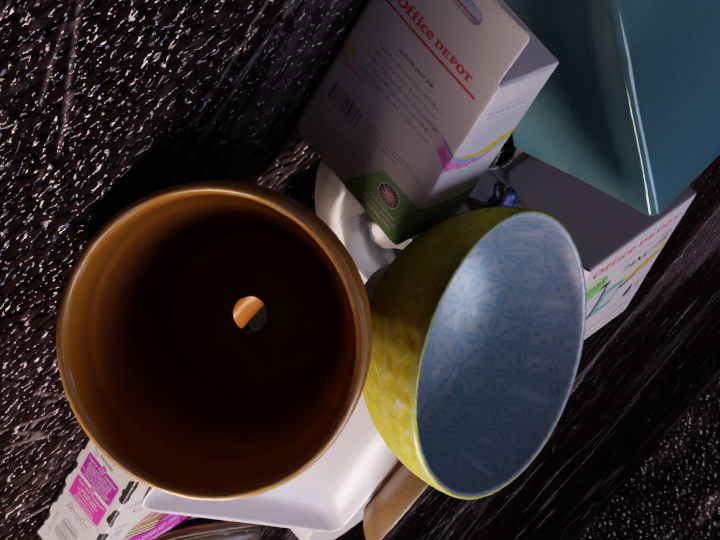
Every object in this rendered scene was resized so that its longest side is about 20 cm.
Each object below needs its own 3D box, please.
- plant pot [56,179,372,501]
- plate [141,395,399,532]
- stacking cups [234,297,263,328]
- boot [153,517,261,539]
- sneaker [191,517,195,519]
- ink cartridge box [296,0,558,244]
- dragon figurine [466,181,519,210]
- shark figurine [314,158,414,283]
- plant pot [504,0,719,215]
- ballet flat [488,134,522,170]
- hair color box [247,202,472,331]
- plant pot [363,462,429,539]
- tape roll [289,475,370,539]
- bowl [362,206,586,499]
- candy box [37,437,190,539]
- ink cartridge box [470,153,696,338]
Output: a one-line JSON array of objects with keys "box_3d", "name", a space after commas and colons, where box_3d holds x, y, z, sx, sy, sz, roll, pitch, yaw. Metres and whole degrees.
[{"box_3d": [-0.084, 0.037, 1.473, 0.200, 0.200, 0.183, -44, 179, 9], "name": "plant pot"}, {"box_3d": [-0.046, 0.122, 1.709, 0.198, 0.032, 0.200, 11, 129, -37], "name": "plate"}, {"box_3d": [-0.118, 0.050, 1.629, 0.200, 0.061, 0.060, -45, 164, 6], "name": "stacking cups"}, {"box_3d": [-0.171, 0.271, 1.897, 0.198, 0.098, 0.075, -14, 180, -8], "name": "boot"}, {"box_3d": [-0.165, 0.260, 1.971, 0.200, 0.105, 0.075, -35, 175, -23], "name": "sneaker"}, {"box_3d": [0.050, -0.129, 1.456, 0.067, 0.117, 0.200, -23, 156, -43], "name": "ink cartridge box"}, {"box_3d": [0.061, -0.027, 1.780, 0.059, 0.100, 0.200, -34, 168, -30], "name": "dragon figurine"}, {"box_3d": [0.005, 0.014, 1.627, 0.089, 0.215, 0.128, -38, -165, -15], "name": "shark figurine"}, {"box_3d": [0.186, -0.176, 1.557, 0.141, 0.141, 0.201, -42, 140, -22], "name": "plant pot"}, {"box_3d": [0.101, -0.114, 1.698, 0.076, 0.067, 0.200, -65, 167, -4], "name": "ballet flat"}, {"box_3d": [0.006, 0.009, 1.729, 0.064, 0.111, 0.200, -20, 152, -49], "name": "hair color box"}, {"box_3d": [0.063, 0.136, 1.765, 0.200, 0.027, 0.200, -51, 177, -4], "name": "plant pot"}, {"box_3d": [-0.017, 0.120, 1.904, 0.202, 0.139, 0.203, -40, 165, -13], "name": "tape roll"}, {"box_3d": [0.057, 0.045, 1.515, 0.200, 0.107, 0.202, -25, 123, -46], "name": "bowl"}, {"box_3d": [-0.166, 0.153, 1.782, 0.136, 0.061, 0.200, -27, 158, -42], "name": "candy box"}, {"box_3d": [0.171, -0.032, 1.953, 0.146, 0.146, 0.200, -34, 162, -29], "name": "ink cartridge box"}]
